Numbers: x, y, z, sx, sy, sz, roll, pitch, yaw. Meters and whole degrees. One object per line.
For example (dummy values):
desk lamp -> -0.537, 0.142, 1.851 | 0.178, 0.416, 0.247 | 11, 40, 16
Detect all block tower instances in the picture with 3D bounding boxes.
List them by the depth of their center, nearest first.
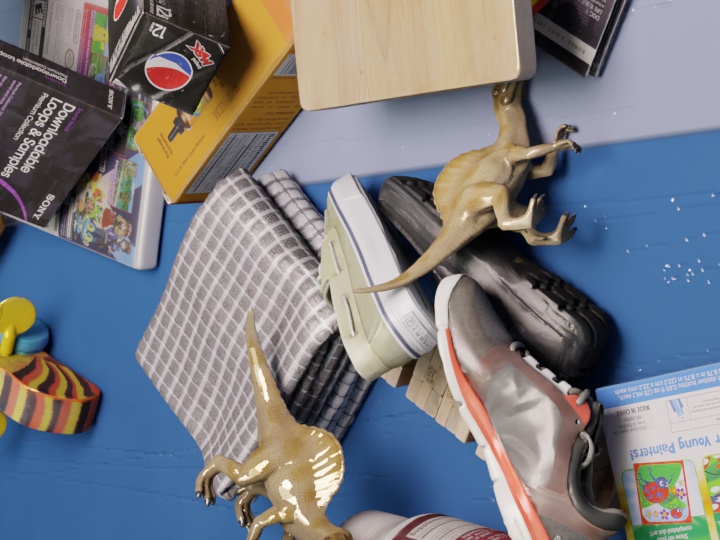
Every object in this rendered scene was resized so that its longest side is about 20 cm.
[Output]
block tower -> 0.093, 0.090, 1.487 | 0.200, 0.058, 0.054 | 36, 119, 34

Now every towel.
towel -> -0.076, 0.051, 1.626 | 0.166, 0.085, 0.201 | 48, 125, 30

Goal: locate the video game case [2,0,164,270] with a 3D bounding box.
video game case -> -0.215, -0.120, 1.785 | 0.182, 0.023, 0.202 | 21, 108, 41

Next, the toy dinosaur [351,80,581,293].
toy dinosaur -> 0.084, -0.043, 1.445 | 0.101, 0.058, 0.201 | 14, 62, 36

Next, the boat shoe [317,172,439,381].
boat shoe -> 0.000, 0.000, 1.503 | 0.062, 0.072, 0.200 | -33, 30, 7

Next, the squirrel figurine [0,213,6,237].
squirrel figurine -> -0.416, -0.052, 1.905 | 0.201, 0.141, 0.187 | -58, 46, 31

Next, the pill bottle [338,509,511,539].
pill bottle -> 0.070, 0.225, 1.482 | 0.199, 0.114, 0.115 | 10, 101, 43

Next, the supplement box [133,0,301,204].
supplement box -> -0.084, -0.135, 1.626 | 0.200, 0.069, 0.067 | -48, 62, 34

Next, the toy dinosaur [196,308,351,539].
toy dinosaur -> -0.057, 0.136, 1.529 | 0.101, 0.058, 0.201 | -34, 62, 21

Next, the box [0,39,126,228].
box -> -0.299, -0.119, 1.720 | 0.143, 0.199, 0.036 | -49, 31, 39

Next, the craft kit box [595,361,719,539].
craft kit box -> 0.248, 0.149, 1.351 | 0.199, 0.048, 0.199 | -15, 82, 44

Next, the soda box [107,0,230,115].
soda box -> -0.139, -0.199, 1.604 | 0.063, 0.070, 0.201 | -56, 24, 31

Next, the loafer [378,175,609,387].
loafer -> 0.078, 0.009, 1.483 | 0.200, 0.068, 0.071 | 42, 115, 30

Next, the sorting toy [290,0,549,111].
sorting toy -> 0.043, -0.215, 1.470 | 0.198, 0.069, 0.202 | -4, 91, 45

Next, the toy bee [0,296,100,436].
toy bee -> -0.312, 0.080, 1.843 | 0.199, 0.108, 0.132 | 10, 103, 43

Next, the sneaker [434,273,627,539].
sneaker -> 0.111, 0.087, 1.399 | 0.082, 0.077, 0.201 | -26, 75, 14

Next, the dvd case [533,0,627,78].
dvd case -> 0.132, -0.246, 1.438 | 0.149, 0.016, 0.201 | 38, 120, 35
